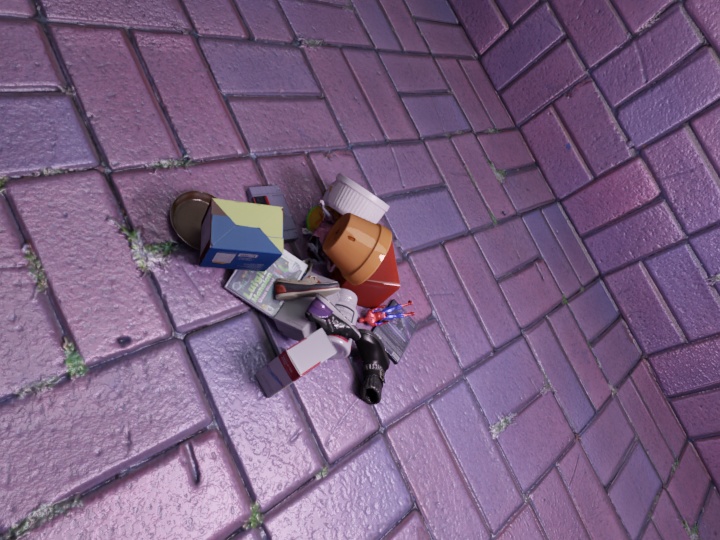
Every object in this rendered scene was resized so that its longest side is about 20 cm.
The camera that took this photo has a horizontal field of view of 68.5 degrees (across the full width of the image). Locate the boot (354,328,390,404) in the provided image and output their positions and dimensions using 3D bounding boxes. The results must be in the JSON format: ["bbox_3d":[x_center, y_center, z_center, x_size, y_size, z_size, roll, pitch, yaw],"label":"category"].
[{"bbox_3d":[0.027,0.303,1.669,0.212,0.078,0.159,58,38,-32],"label":"boot"}]

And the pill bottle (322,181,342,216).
[{"bbox_3d":[-0.034,-0.233,1.934,0.198,0.112,0.114,27,51,-26],"label":"pill bottle"}]

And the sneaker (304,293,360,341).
[{"bbox_3d":[-0.085,0.158,1.544,0.088,0.075,0.200,-50,119,-10],"label":"sneaker"}]

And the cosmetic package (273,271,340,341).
[{"bbox_3d":[-0.159,0.112,1.599,0.111,0.082,0.201,18,53,22],"label":"cosmetic package"}]

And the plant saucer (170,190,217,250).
[{"bbox_3d":[-0.470,-0.142,1.569,0.198,0.032,0.203,20,55,-32],"label":"plant saucer"}]

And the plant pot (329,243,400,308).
[{"bbox_3d":[0.000,0.000,1.788,0.174,0.200,0.203,4,63,-26],"label":"plant pot"}]

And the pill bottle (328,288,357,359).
[{"bbox_3d":[-0.071,0.164,1.673,0.119,0.119,0.202,32,49,-22],"label":"pill bottle"}]

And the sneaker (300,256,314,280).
[{"bbox_3d":[-0.210,0.027,1.662,0.076,0.077,0.201,41,48,-17],"label":"sneaker"}]

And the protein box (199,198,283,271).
[{"bbox_3d":[-0.333,-0.091,1.466,0.195,0.200,0.137,5,75,-24],"label":"protein box"}]

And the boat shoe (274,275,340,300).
[{"bbox_3d":[-0.156,0.045,1.550,0.071,0.196,0.064,59,27,-69],"label":"boat shoe"}]

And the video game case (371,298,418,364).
[{"bbox_3d":[0.122,0.214,1.882,0.143,0.019,0.200,48,44,-9],"label":"video game case"}]

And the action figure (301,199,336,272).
[{"bbox_3d":[-0.107,-0.123,1.691,0.148,0.134,0.202,30,49,-11],"label":"action figure"}]

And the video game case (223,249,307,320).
[{"bbox_3d":[-0.280,0.017,1.588,0.181,0.023,0.202,34,67,-11],"label":"video game case"}]

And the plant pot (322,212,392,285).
[{"bbox_3d":[-0.020,-0.079,1.589,0.139,0.199,0.202,36,48,-20],"label":"plant pot"}]

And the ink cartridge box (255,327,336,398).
[{"bbox_3d":[-0.182,0.258,1.468,0.145,0.200,0.083,-28,82,-46],"label":"ink cartridge box"}]

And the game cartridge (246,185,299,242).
[{"bbox_3d":[-0.290,-0.186,1.748,0.129,0.038,0.203,-11,74,-48],"label":"game cartridge"}]

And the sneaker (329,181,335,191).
[{"bbox_3d":[-0.045,-0.219,1.836,0.081,0.078,0.202,-29,101,-11],"label":"sneaker"}]

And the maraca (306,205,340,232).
[{"bbox_3d":[-0.101,-0.146,1.831,0.198,0.106,0.139,25,72,-29],"label":"maraca"}]

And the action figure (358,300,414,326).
[{"bbox_3d":[0.086,0.152,1.825,0.197,0.052,0.067,-12,95,-17],"label":"action figure"}]

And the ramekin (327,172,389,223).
[{"bbox_3d":[-0.015,-0.216,1.708,0.199,0.106,0.200,33,6,-4],"label":"ramekin"}]
